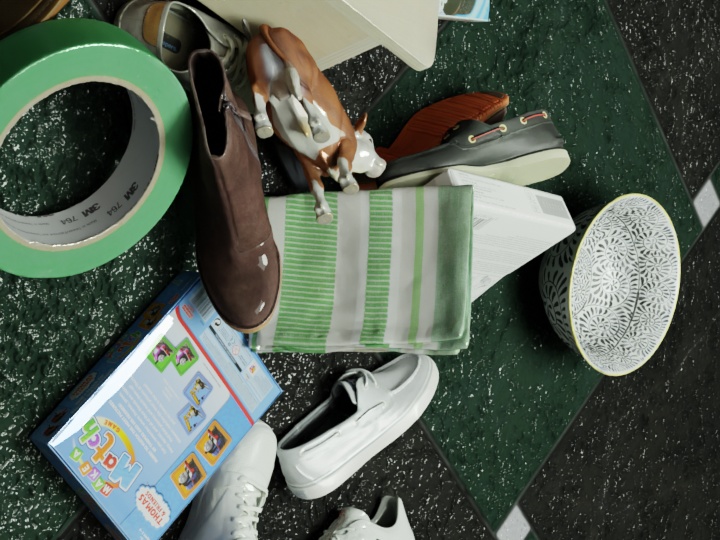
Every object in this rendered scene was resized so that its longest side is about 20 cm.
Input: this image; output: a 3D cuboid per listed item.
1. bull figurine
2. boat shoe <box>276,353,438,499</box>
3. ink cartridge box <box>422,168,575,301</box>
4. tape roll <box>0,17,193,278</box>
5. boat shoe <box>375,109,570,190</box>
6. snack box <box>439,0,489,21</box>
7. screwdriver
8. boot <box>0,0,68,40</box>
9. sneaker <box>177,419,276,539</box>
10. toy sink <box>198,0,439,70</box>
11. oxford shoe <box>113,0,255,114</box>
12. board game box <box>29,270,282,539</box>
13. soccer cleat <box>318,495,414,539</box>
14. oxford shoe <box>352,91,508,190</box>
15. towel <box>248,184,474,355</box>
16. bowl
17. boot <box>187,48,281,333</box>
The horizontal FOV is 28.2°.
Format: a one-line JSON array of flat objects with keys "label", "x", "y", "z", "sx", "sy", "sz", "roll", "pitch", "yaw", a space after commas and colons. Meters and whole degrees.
[{"label": "bull figurine", "x": -0.038, "y": -0.120, "z": 1.221, "sx": 0.200, "sy": 0.065, "sz": 0.122, "roll": 49, "pitch": 22, "yaw": -44}, {"label": "boat shoe", "x": -0.005, "y": 0.134, "z": 1.385, "sx": 0.200, "sy": 0.072, "sz": 0.069, "roll": -37, "pitch": 121, "yaw": -23}, {"label": "ink cartridge box", "x": 0.087, "y": -0.022, "z": 1.395, "sx": 0.199, "sy": 0.176, "sz": 0.045, "roll": 9, "pitch": 52, "yaw": -50}, {"label": "tape roll", "x": -0.225, "y": -0.090, "z": 1.090, "sx": 0.200, "sy": 0.048, "sz": 0.201, "roll": -24, "pitch": 135, "yaw": -27}, {"label": "boat shoe", "x": 0.101, "y": -0.106, "z": 1.355, "sx": 0.200, "sy": 0.074, "sz": 0.063, "roll": -14, "pitch": 72, "yaw": -21}, {"label": "snack box", "x": 0.081, "y": -0.348, "z": 1.397, "sx": 0.116, "sy": 0.037, "sz": 0.201, "roll": -5, "pitch": 100, "yaw": -43}, {"label": "screwdriver", "x": -0.071, "y": -0.146, "z": 1.254, "sx": 0.029, "sy": 0.028, "sz": 0.201, "roll": -22, "pitch": 138, "yaw": -8}, {"label": "boot", "x": -0.201, "y": -0.240, "z": 1.106, "sx": 0.200, "sy": 0.074, "sz": 0.155, "roll": -42, "pitch": 169, "yaw": 19}, {"label": "sneaker", "x": -0.101, "y": 0.233, "z": 1.272, "sx": 0.074, "sy": 0.115, "sz": 0.201, "roll": 36, "pitch": 71, "yaw": -39}, {"label": "toy sink", "x": -0.037, "y": -0.254, "z": 1.227, "sx": 0.200, "sy": 0.112, "sz": 0.131, "roll": 30, "pitch": 54, "yaw": -40}, {"label": "oxford shoe", "x": -0.120, "y": -0.180, "z": 1.222, "sx": 0.199, "sy": 0.058, "sz": 0.076, "roll": 17, "pitch": 81, "yaw": -46}, {"label": "board game box", "x": -0.171, "y": 0.123, "z": 1.239, "sx": 0.200, "sy": 0.036, "sz": 0.152, "roll": -50, "pitch": 127, "yaw": -27}, {"label": "soccer cleat", "x": -0.021, "y": 0.278, "z": 1.395, "sx": 0.199, "sy": 0.068, "sz": 0.086, "roll": -12, "pitch": 97, "yaw": -45}, {"label": "oxford shoe", "x": 0.073, "y": -0.110, "z": 1.415, "sx": 0.200, "sy": 0.071, "sz": 0.073, "roll": -36, "pitch": 125, "yaw": -22}, {"label": "towel", "x": 0.000, "y": 0.000, "z": 1.265, "sx": 0.023, "sy": 0.199, "sz": 0.154, "roll": 46, "pitch": 45, "yaw": -69}, {"label": "bowl", "x": 0.260, "y": 0.010, "z": 1.592, "sx": 0.200, "sy": 0.094, "sz": 0.202, "roll": -9, "pitch": 103, "yaw": -43}, {"label": "boot", "x": -0.112, "y": -0.060, "z": 1.164, "sx": 0.166, "sy": 0.072, "sz": 0.201, "roll": 81, "pitch": 0, "yaw": -74}]
